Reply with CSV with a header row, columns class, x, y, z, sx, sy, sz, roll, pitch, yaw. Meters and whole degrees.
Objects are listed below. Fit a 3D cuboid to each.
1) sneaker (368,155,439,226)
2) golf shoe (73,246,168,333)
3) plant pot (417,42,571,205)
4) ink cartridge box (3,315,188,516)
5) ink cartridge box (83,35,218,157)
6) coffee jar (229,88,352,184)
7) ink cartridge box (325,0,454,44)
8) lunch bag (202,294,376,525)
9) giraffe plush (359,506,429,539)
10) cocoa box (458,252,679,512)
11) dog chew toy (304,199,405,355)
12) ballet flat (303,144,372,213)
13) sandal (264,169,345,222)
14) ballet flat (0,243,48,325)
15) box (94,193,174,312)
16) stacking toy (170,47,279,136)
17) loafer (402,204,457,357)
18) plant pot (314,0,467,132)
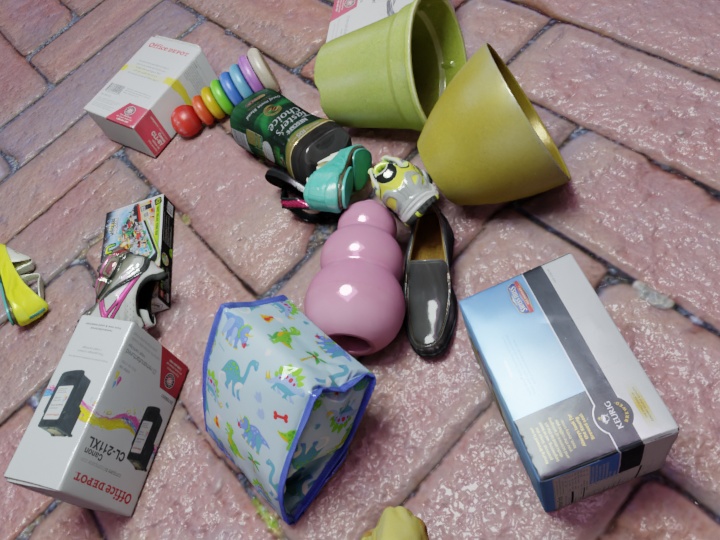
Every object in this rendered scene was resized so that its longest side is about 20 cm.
class,x,y,z,sx,sy,sz,roll,pitch,yaw
sneaker,0.050,-0.120,0.818,0.075,0.076,0.200,-43,14,4
golf shoe,-0.336,0.074,0.861,0.091,0.073,0.202,22,94,7
plant pot,0.159,-0.164,0.807,0.141,0.199,0.202,-32,51,24
ink cartridge box,-0.310,0.180,0.761,0.082,0.146,0.202,5,61,19
ink cartridge box,-0.378,-0.323,1.141,0.144,0.084,0.201,23,69,29
coffee jar,-0.107,-0.206,0.968,0.104,0.086,0.199,-39,54,-25
ink cartridge box,0.053,-0.401,1.040,0.198,0.083,0.148,-3,58,18
lunch bag,-0.096,0.157,0.703,0.170,0.127,0.202,36,115,33
giraffe plush,0.067,0.322,0.548,0.161,0.200,0.174,26,63,0
cocoa box,0.200,0.114,0.631,0.130,0.134,0.201,-23,54,4
dog chew toy,0.000,0.000,0.777,0.123,0.125,0.202,-1,60,18
ballet flat,-0.034,-0.133,0.859,0.070,0.068,0.200,5,24,11
sandal,-0.074,-0.092,0.900,0.199,0.075,0.045,32,91,29
ballet flat,-0.561,0.011,1.015,0.067,0.067,0.200,-26,54,-25
box,-0.349,-0.019,0.968,0.109,0.035,0.202,-16,55,9
stacking toy,-0.245,-0.303,1.093,0.199,0.085,0.086,-29,54,7
loafer,0.081,0.007,0.778,0.072,0.072,0.202,-7,58,14
plant pot,0.039,-0.291,0.926,0.182,0.201,0.202,2,59,33
